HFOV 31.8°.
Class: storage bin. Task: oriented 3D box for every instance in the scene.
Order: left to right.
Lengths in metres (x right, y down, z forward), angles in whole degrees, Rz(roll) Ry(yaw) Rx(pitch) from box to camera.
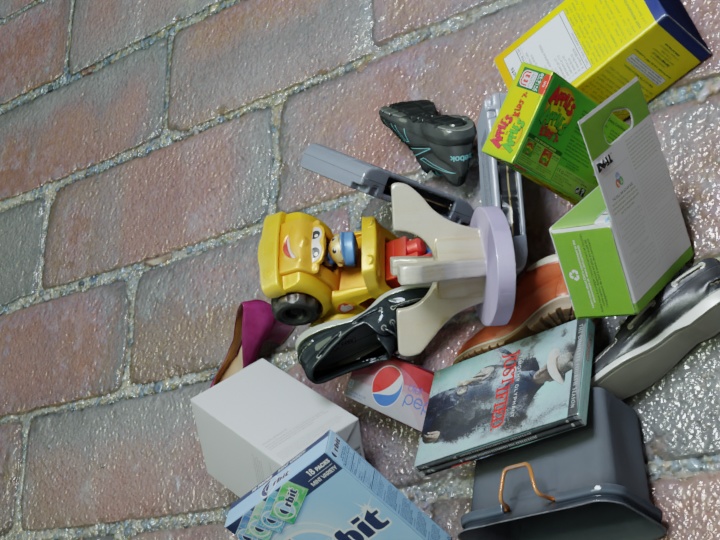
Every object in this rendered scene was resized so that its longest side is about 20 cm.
[{"bbox_3d":[0.199,0.207,1.308,0.199,0.145,0.136,-22,51,35],"label":"storage bin"}]

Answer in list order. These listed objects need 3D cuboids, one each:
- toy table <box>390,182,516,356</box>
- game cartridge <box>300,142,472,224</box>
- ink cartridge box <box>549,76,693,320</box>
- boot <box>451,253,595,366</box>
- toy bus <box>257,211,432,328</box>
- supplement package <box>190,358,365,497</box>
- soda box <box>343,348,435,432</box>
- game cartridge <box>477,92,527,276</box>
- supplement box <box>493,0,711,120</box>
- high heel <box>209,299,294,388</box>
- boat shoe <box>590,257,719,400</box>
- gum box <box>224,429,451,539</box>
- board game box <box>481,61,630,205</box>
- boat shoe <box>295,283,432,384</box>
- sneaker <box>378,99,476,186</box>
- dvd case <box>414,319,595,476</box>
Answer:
[{"bbox_3d":[0.094,-0.004,1.365,0.116,0.200,0.186,-3,82,-2],"label":"toy table"},{"bbox_3d":[0.029,-0.104,1.526,0.133,0.199,0.042,32,101,44],"label":"game cartridge"},{"bbox_3d":[0.253,-0.074,1.282,0.075,0.147,0.202,-8,109,41],"label":"ink cartridge box"},{"bbox_3d":[0.183,0.057,1.428,0.199,0.075,0.108,-35,35,35],"label":"boot"},{"bbox_3d":[0.000,0.000,1.520,0.190,0.200,0.137,-19,53,30],"label":"toy bus"},{"bbox_3d":[-0.099,0.216,1.556,0.199,0.119,0.122,26,135,44],"label":"supplement package"},{"bbox_3d":[0.074,0.152,1.488,0.199,0.063,0.071,19,88,45],"label":"soda box"},{"bbox_3d":[0.161,-0.087,1.448,0.040,0.133,0.203,-3,81,-4],"label":"game cartridge"},{"bbox_3d":[0.268,-0.239,1.417,0.199,0.109,0.110,-37,53,27],"label":"supplement box"},{"bbox_3d":[-0.178,0.120,1.710,0.201,0.096,0.067,-55,47,13],"label":"high heel"},{"bbox_3d":[0.300,0.064,1.302,0.200,0.074,0.061,-42,49,23],"label":"boat shoe"},{"bbox_3d":[-0.025,0.298,1.439,0.169,0.200,0.045,-38,18,26],"label":"gum box"},{"bbox_3d":[0.223,-0.135,1.356,0.047,0.199,0.103,27,93,44],"label":"board game box"},{"bbox_3d":[0.018,0.078,1.476,0.197,0.075,0.066,-18,38,5],"label":"boat shoe"},{"bbox_3d":[0.079,-0.163,1.589,0.200,0.075,0.080,-141,41,-60],"label":"sneaker"},{"bbox_3d":[0.152,0.132,1.329,0.199,0.022,0.147,-22,32,31],"label":"dvd case"}]
